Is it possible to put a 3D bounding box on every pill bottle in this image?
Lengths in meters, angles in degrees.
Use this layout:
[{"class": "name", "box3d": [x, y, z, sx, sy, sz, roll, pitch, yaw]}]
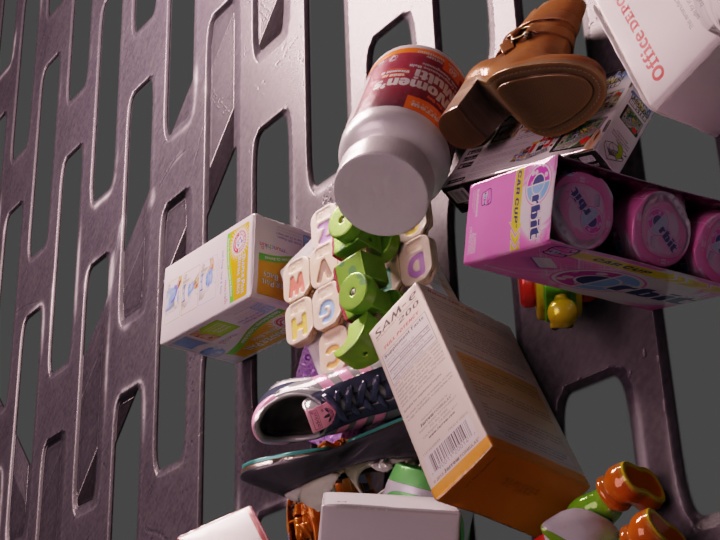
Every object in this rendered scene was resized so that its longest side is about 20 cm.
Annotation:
[{"class": "pill bottle", "box3d": [0.039, -0.127, 1.275, 0.110, 0.109, 0.201, -46, 15, 36]}]

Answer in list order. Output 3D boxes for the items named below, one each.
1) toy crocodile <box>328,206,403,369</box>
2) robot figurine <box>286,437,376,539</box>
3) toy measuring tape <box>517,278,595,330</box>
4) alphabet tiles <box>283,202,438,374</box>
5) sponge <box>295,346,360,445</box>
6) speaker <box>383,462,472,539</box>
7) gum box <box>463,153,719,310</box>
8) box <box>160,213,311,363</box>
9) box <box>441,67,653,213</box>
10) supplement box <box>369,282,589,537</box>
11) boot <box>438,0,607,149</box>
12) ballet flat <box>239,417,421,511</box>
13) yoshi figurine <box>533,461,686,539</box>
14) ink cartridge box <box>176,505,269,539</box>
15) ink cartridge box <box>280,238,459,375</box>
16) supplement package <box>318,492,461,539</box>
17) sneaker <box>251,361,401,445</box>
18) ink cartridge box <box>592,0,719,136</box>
[{"class": "toy crocodile", "box3d": [0.000, 0.000, 1.268, 0.062, 0.067, 0.202, -30, 52, 32]}, {"class": "robot figurine", "box3d": [-0.026, 0.279, 1.315, 0.145, 0.058, 0.202, -36, 54, 44]}, {"class": "toy measuring tape", "box3d": [0.168, -0.015, 1.163, 0.074, 0.073, 0.201, -49, 25, 33]}, {"class": "alphabet tiles", "box3d": [-0.004, 0.001, 1.334, 0.199, 0.015, 0.197, -27, 53, 34]}, {"class": "sponge", "box3d": [-0.022, 0.090, 1.417, 0.111, 0.030, 0.202, 12, 86, 55]}, {"class": "speaker", "box3d": [0.047, 0.281, 1.193, 0.088, 0.088, 0.202, 5, 82, 56]}, {"class": "gum box", "box3d": [0.193, -0.023, 1.003, 0.113, 0.198, 0.067, -16, 64, 60]}, {"class": "box", "box3d": [-0.135, 0.025, 1.534, 0.199, 0.112, 0.102, -28, 54, 48]}, {"class": "box", "box3d": [0.168, -0.115, 1.172, 0.199, 0.035, 0.110, -11, 39, 54]}, {"class": "supplement box", "box3d": [0.098, 0.117, 1.130, 0.074, 0.125, 0.201, -48, 38, 22]}, {"class": "boot", "box3d": [0.170, -0.185, 1.171, 0.156, 0.077, 0.200, -51, 15, -28]}, {"class": "ballet flat", "box3d": [-0.015, 0.191, 1.258, 0.073, 0.198, 0.074, -16, -90, -90]}, {"class": "yoshi figurine", "box3d": [0.169, 0.248, 1.043, 0.200, 0.112, 0.112, -42, 80, 22]}, {"class": "ink cartridge box", "box3d": [-0.100, 0.358, 1.290, 0.144, 0.083, 0.201, -129, 23, -51]}, {"class": "ink cartridge box", "box3d": [0.006, 0.025, 1.358, 0.162, 0.050, 0.201, -45, 42, 21]}, {"class": "supplement package", "box3d": [0.018, 0.291, 1.092, 0.117, 0.116, 0.202, 90, -177, -86]}, {"class": "sneaker", "box3d": [-0.012, 0.128, 1.255, 0.199, 0.082, 0.071, -19, 99, 20]}, {"class": "ink cartridge box", "box3d": [0.293, -0.229, 1.032, 0.200, 0.082, 0.148, -49, 41, 33]}]
